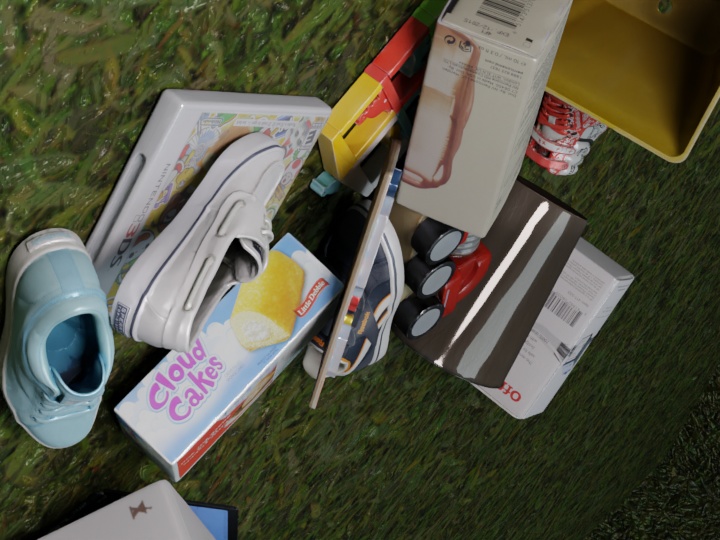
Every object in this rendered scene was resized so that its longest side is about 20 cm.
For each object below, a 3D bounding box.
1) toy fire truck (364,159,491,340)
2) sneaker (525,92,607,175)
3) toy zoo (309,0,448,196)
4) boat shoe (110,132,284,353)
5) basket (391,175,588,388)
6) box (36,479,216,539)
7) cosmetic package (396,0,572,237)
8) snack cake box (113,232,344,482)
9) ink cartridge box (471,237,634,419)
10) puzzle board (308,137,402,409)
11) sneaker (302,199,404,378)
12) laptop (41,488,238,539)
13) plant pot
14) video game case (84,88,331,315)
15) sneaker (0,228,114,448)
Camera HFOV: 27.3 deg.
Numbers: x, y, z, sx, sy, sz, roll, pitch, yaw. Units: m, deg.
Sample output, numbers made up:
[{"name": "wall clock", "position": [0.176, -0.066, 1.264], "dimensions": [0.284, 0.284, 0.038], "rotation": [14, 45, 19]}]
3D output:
[{"name": "toy fire truck", "position": [0.090, -0.061, 1.394], "dimensions": [0.199, 0.129, 0.176], "rotation": [-28, 151, -27]}, {"name": "sneaker", "position": [0.210, -0.158, 1.526], "dimensions": [0.108, 0.067, 0.201], "rotation": [-56, 161, 3]}, {"name": "toy zoo", "position": [0.028, -0.141, 1.243], "dimensions": [0.200, 0.020, 0.131], "rotation": [-50, 159, -6]}, {"name": "boat shoe", "position": [-0.093, -0.016, 1.018], "dimensions": [0.200, 0.065, 0.074], "rotation": [-57, 165, -36]}, {"name": "basket", "position": [0.141, 0.004, 1.562], "dimensions": [0.201, 0.136, 0.180], "rotation": [-60, 160, 10]}, {"name": "box", "position": [-0.186, 0.316, 1.181], "dimensions": [0.199, 0.200, 0.172], "rotation": [-25, 148, -2]}, {"name": "cosmetic package", "position": [0.099, -0.138, 1.213], "dimensions": [0.201, 0.087, 0.104], "rotation": [102, 14, -47]}, {"name": "snack cake box", "position": [-0.106, 0.073, 1.211], "dimensions": [0.200, 0.067, 0.115], "rotation": [-46, 175, -15]}, {"name": "ink cartridge box", "position": [0.197, 0.048, 1.719], "dimensions": [0.200, 0.146, 0.086], "rotation": [-58, 160, 17]}, {"name": "puzzle board", "position": [0.000, 0.000, 1.211], "dimensions": [0.151, 0.017, 0.201], "rotation": [-78, -174, -75]}, {"name": "sneaker", "position": [-0.013, 0.028, 1.351], "dimensions": [0.079, 0.078, 0.201], "rotation": [-26, 142, -27]}, {"name": "laptop", "position": [-0.214, 0.282, 1.309], "dimensions": [0.200, 0.103, 0.178], "rotation": [-40, 155, -29]}, {"name": "plant pot", "position": [0.272, -0.252, 1.351], "dimensions": [0.176, 0.199, 0.201], "rotation": [-42, 159, -53]}, {"name": "video game case", "position": [-0.117, -0.049, 1.089], "dimensions": [0.200, 0.023, 0.182], "rotation": [-9, 134, -61]}, {"name": "sneaker", "position": [-0.203, 0.069, 0.999], "dimensions": [0.074, 0.082, 0.201], "rotation": [-15, 140, -18]}]
